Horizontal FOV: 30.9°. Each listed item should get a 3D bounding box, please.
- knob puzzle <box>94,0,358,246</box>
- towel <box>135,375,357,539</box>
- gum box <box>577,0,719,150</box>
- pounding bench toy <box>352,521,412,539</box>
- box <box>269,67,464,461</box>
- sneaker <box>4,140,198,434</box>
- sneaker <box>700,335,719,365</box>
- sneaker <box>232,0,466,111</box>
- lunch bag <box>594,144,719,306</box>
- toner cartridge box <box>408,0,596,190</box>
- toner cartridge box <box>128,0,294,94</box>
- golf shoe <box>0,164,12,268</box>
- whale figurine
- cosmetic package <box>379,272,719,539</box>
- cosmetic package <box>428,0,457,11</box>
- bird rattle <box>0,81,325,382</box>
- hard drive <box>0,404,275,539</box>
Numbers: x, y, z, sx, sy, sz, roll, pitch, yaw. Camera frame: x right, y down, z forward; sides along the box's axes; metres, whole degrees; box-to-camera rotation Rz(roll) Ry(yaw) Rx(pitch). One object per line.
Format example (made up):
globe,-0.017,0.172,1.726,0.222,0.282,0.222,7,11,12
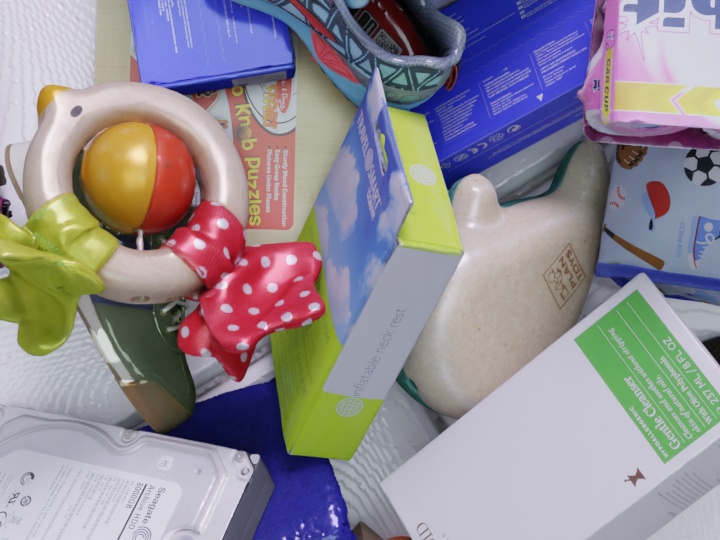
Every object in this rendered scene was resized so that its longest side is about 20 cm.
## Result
knob puzzle,-0.072,-0.090,0.845,0.217,0.030,0.223,0,91,-3
towel,-0.108,0.154,0.810,0.198,0.148,0.050,-21,136,0
gum box,0.214,-0.122,0.678,0.197,0.066,0.115,4,86,0
pounding bench toy,-0.017,0.230,0.811,0.200,0.124,0.156,40,89,-4
box,0.000,0.000,0.759,0.047,0.123,0.201,9,131,-21
sneaker,-0.133,-0.008,0.794,0.089,0.067,0.202,-28,90,4
sneaker,0.232,0.095,0.861,0.197,0.073,0.085,-3,123,-9
sneaker,-0.017,-0.174,0.733,0.199,0.095,0.080,37,70,-21
lunch bag,0.254,-0.059,0.772,0.198,0.124,0.172,9,88,26
toner cartridge box,0.105,-0.134,0.789,0.199,0.043,0.096,-27,65,26
toner cartridge box,-0.101,-0.213,0.797,0.094,0.043,0.203,-9,90,-5
golf shoe,-0.274,-0.097,0.813,0.091,0.073,0.203,-5,92,-2
whale figurine,0.089,0.002,0.834,0.200,0.103,0.160,-46,121,-21
cosmetic package,0.125,0.112,0.756,0.200,0.085,0.108,-40,59,9
cosmetic package,0.062,-0.283,0.780,0.166,0.166,0.201,-29,92,-2
bird rattle,-0.116,-0.030,0.725,0.198,0.113,0.165,1,72,-14
hard drive,-0.165,0.157,0.768,0.198,0.038,0.141,8,53,24
